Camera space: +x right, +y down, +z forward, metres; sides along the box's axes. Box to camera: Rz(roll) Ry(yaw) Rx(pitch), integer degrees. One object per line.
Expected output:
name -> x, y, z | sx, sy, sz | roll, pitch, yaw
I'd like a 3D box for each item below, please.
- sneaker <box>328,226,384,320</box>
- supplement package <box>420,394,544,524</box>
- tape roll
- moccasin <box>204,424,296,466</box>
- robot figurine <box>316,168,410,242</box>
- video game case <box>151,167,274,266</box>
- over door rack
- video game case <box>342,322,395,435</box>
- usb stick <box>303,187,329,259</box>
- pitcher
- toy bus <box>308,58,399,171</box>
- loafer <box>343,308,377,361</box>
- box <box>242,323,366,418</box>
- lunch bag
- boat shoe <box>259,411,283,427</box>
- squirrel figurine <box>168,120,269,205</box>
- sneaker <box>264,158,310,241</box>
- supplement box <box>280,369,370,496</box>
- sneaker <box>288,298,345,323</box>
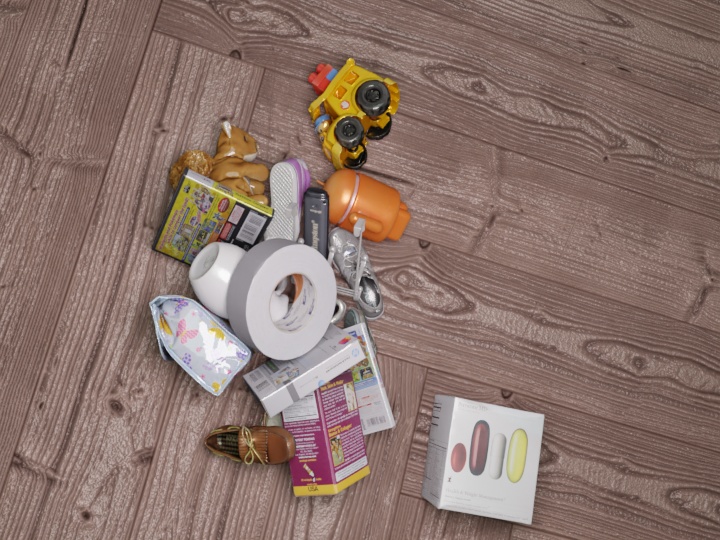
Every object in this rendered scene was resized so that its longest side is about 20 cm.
sneaker -> 0.000, 0.000, 1.417 | 0.074, 0.082, 0.203 | -28, 87, -12
supplement package -> 0.235, 0.362, 1.369 | 0.186, 0.147, 0.206 | 11, 81, -8
tape roll -> -0.135, 0.050, 1.234 | 0.197, 0.065, 0.206 | -14, 111, -41
moccasin -> -0.202, 0.316, 1.283 | 0.197, 0.077, 0.076 | 4, 92, 33
robot figurine -> 0.002, -0.131, 1.413 | 0.196, 0.116, 0.147 | 21, 63, -19
video game case -> -0.279, -0.077, 1.321 | 0.177, 0.201, 0.026 | 24, 39, -17
over door rack -> -0.060, -0.041, 1.314 | 0.144, 0.203, 0.067 | 13, 47, 10
video game case -> -0.022, 0.220, 1.369 | 0.141, 0.018, 0.205 | -21, 83, 30
usb stick -> -0.087, -0.064, 1.377 | 0.054, 0.033, 0.205 | 14, 123, 18
pitcher -> -0.213, 0.020, 1.298 | 0.200, 0.119, 0.175 | 43, 38, -36
toy bus -> -0.040, -0.329, 1.445 | 0.190, 0.136, 0.202 | 35, 80, 11
loafer -> 0.009, 0.177, 1.408 | 0.061, 0.071, 0.206 | -4, 89, -29
box -> -0.105, 0.173, 1.264 | 0.197, 0.155, 0.042 | -32, 107, -16
lunch bag -> -0.302, 0.128, 1.302 | 0.200, 0.170, 0.127 | 44, 81, -2
boat shoe -> -0.151, 0.250, 1.357 | 0.073, 0.074, 0.206 | 10, 80, -7
squirrel figurine -> -0.277, -0.193, 1.375 | 0.194, 0.142, 0.192 | -1, 75, -12
sneaker -> -0.136, -0.125, 1.419 | 0.071, 0.114, 0.206 | 15, 111, 13
supplement box -> -0.069, 0.301, 1.314 | 0.101, 0.130, 0.206 | -13, 85, 31
sneaker -> -0.121, 0.090, 1.374 | 0.195, 0.100, 0.077 | -18, 86, -10
